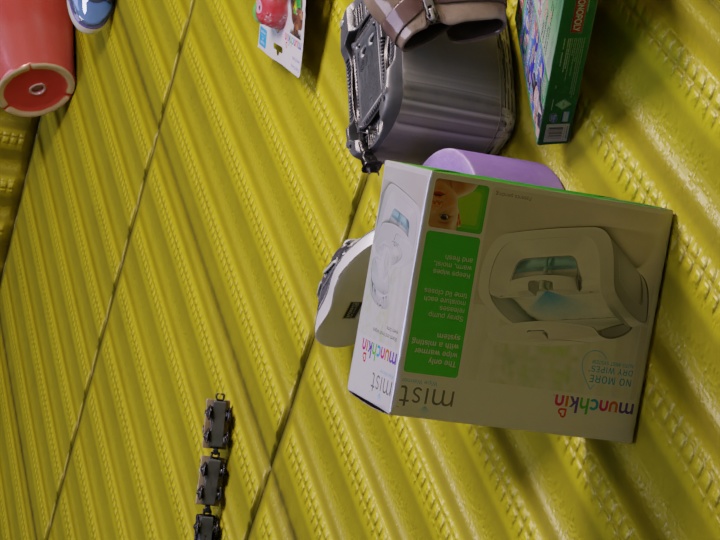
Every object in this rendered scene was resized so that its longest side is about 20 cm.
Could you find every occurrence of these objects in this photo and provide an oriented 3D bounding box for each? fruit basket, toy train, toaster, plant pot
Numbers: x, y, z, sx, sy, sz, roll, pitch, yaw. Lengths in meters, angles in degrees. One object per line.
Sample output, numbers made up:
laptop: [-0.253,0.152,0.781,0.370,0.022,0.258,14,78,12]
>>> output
fruit basket: [-0.094,-0.338,2.241,0.185,0.093,0.202,-135,52,-64]
toy train: [-0.178,0.246,2.336,0.046,0.034,0.202,173,104,-81]
toaster: [0.059,-0.167,1.723,0.114,0.128,0.202,126,146,-53]
plant pot: [-0.583,-0.381,3.431,0.201,0.199,0.178,-59,41,46]

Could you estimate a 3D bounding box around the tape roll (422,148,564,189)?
tape roll: [0.096,0.003,1.631,0.200,0.084,0.202,-172,90,-68]

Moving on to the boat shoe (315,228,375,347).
boat shoe: [0.000,0.000,1.912,0.200,0.071,0.068,117,152,-56]

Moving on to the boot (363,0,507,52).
boot: [0.094,-0.266,1.650,0.070,0.198,0.147,59,-168,-65]

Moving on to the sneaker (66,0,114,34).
sneaker: [-0.419,-0.498,3.160,0.146,0.080,0.202,139,140,-66]

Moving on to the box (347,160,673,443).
box: [0.107,0.023,1.433,0.097,0.198,0.178,-161,80,-68]

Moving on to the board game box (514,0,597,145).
board game box: [0.154,-0.214,1.546,0.201,0.029,0.136,94,172,-57]
